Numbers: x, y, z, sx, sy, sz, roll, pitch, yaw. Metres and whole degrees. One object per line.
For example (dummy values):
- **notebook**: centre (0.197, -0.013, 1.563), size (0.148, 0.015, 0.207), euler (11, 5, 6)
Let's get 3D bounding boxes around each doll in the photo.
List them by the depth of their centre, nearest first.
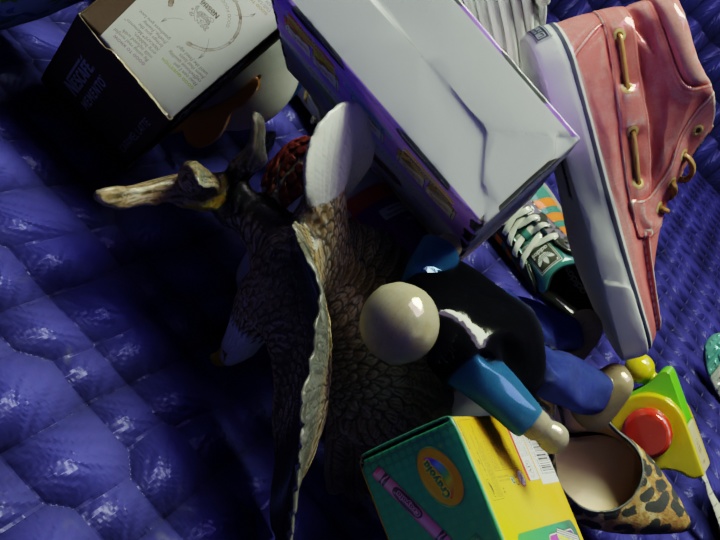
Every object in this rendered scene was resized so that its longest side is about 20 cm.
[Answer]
- **doll**: centre (0.073, 0.040, 0.787), size (0.199, 0.048, 0.137), euler (18, 39, -49)

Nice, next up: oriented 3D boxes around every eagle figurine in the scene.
- **eagle figurine**: centre (-0.028, 0.029, 0.780), size (0.201, 0.151, 0.151), euler (58, -19, 13)

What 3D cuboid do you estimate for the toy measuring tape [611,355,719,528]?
- **toy measuring tape**: centre (0.254, 0.167, 1.248), size (0.201, 0.073, 0.074), euler (70, 21, 0)

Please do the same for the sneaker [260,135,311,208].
- **sneaker**: centre (0.000, 0.000, 1.012), size (0.201, 0.078, 0.082), euler (59, 17, 9)

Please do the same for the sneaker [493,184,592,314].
- **sneaker**: centre (0.170, -0.029, 1.418), size (0.200, 0.071, 0.080), euler (45, 14, -8)

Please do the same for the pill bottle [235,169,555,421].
- **pill bottle**: centre (0.025, 0.043, 0.899), size (0.200, 0.112, 0.112), euler (48, 19, 8)

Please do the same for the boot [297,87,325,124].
- **boot**: centre (-0.045, -0.174, 1.263), size (0.199, 0.072, 0.155), euler (27, 29, -45)

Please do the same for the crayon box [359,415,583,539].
- **crayon box**: centre (0.081, 0.173, 0.755), size (0.119, 0.058, 0.201), euler (10, 56, -65)

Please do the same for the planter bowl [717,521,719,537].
- **planter bowl**: centre (0.369, 0.230, 1.294), size (0.200, 0.083, 0.201), euler (39, 20, -18)

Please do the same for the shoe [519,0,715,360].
- **shoe**: centre (0.159, -0.052, 0.843), size (0.072, 0.090, 0.201), euler (-116, -172, -73)

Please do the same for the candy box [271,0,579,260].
- **candy box**: centre (0.031, -0.097, 0.848), size (0.168, 0.071, 0.200), euler (49, -4, 4)

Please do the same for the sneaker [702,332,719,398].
- **sneaker**: centre (0.450, 0.140, 1.700), size (0.200, 0.078, 0.091), euler (44, 3, -17)

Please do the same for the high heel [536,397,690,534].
- **high heel**: centre (0.160, 0.124, 0.991), size (0.199, 0.072, 0.143), euler (31, -17, -9)

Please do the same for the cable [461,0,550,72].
- **cable**: centre (0.053, -0.192, 0.977), size (0.201, 0.069, 0.201), euler (83, -17, -52)

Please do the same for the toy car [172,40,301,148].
- **toy car**: centre (-0.096, -0.158, 1.054), size (0.185, 0.176, 0.201), euler (50, 43, -31)

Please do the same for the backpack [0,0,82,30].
- **backpack**: centre (-0.201, -0.222, 0.870), size (0.200, 0.182, 0.148), euler (-59, 127, -74)

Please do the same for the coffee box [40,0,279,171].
- **coffee box**: centre (-0.086, -0.162, 0.910), size (0.080, 0.200, 0.114), euler (48, -26, -6)
